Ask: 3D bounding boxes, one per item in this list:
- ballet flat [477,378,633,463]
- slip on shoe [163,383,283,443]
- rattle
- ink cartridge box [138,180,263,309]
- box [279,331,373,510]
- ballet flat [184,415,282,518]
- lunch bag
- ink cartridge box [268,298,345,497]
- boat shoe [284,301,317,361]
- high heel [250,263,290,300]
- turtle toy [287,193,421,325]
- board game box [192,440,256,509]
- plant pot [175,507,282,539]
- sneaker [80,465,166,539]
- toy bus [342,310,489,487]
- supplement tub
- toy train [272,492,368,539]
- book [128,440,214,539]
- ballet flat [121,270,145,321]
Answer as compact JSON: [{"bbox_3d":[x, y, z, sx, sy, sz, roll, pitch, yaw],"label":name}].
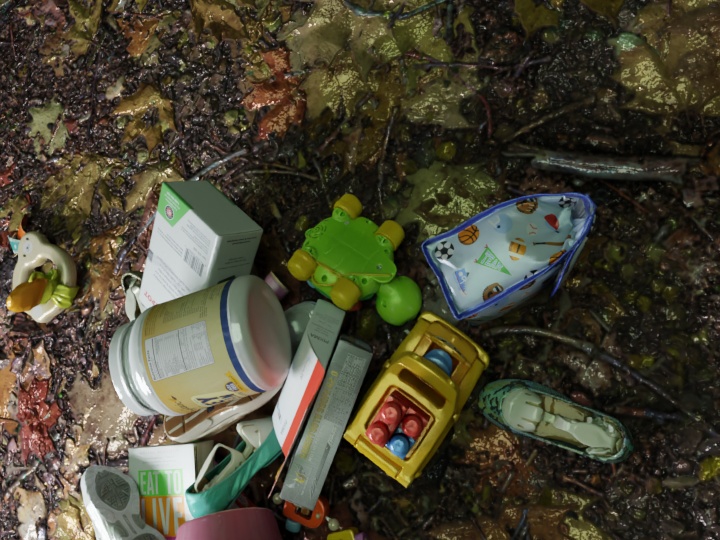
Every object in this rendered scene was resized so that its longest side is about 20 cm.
[{"bbox_3d":[0.241,0.184,0.780,0.195,0.074,0.076,13,85,19],"label":"ballet flat"},{"bbox_3d":[-0.182,0.183,0.871,0.198,0.061,0.077,-34,57,10],"label":"slip on shoe"},{"bbox_3d":[-0.577,-0.014,1.041,0.129,0.142,0.203,-37,78,28],"label":"rattle"},{"bbox_3d":[-0.238,-0.007,0.908,0.145,0.083,0.203,39,121,28],"label":"ink cartridge box"},{"bbox_3d":[-0.043,0.188,0.820,0.047,0.158,0.204,21,88,0],"label":"box"},{"bbox_3d":[-0.161,0.253,0.855,0.200,0.067,0.071,-45,113,-23],"label":"ballet flat"},{"bbox_3d":[0.196,-0.017,0.773,0.197,0.170,0.126,-29,77,10],"label":"lunch bag"},{"bbox_3d":[-0.082,0.156,0.793,0.046,0.201,0.163,23,120,0],"label":"ink cartridge box"},{"bbox_3d":[-0.142,0.111,0.904,0.200,0.086,0.076,-33,73,10],"label":"boat shoe"},{"bbox_3d":[-0.198,-0.004,0.956,0.096,0.067,0.200,-44,81,5],"label":"high heel"},{"bbox_3d":[0.000,0.000,0.868,0.198,0.102,0.146,33,67,18],"label":"turtle toy"},{"bbox_3d":[-0.233,0.379,0.913,0.199,0.040,0.154,40,94,19],"label":"board game box"},{"bbox_3d":[-0.157,0.404,0.766,0.196,0.200,0.183,-22,59,13],"label":"plant pot"},{"bbox_3d":[-0.343,0.366,0.860,0.200,0.077,0.100,47,113,29],"label":"sneaker"},{"bbox_3d":[0.067,0.156,0.768,0.134,0.192,0.202,34,90,12],"label":"toy bus"},{"bbox_3d":[-0.201,0.100,0.793,0.195,0.144,0.148,-17,76,14],"label":"supplement tub"},{"bbox_3d":[-0.059,0.394,0.848,0.147,0.055,0.206,8,85,23],"label":"toy train"},{"bbox_3d":[-0.271,0.354,0.888,0.130,0.048,0.206,-10,78,22],"label":"book"},{"bbox_3d":[-0.330,0.089,0.974,0.067,0.075,0.203,-30,74,9],"label":"ballet flat"}]
